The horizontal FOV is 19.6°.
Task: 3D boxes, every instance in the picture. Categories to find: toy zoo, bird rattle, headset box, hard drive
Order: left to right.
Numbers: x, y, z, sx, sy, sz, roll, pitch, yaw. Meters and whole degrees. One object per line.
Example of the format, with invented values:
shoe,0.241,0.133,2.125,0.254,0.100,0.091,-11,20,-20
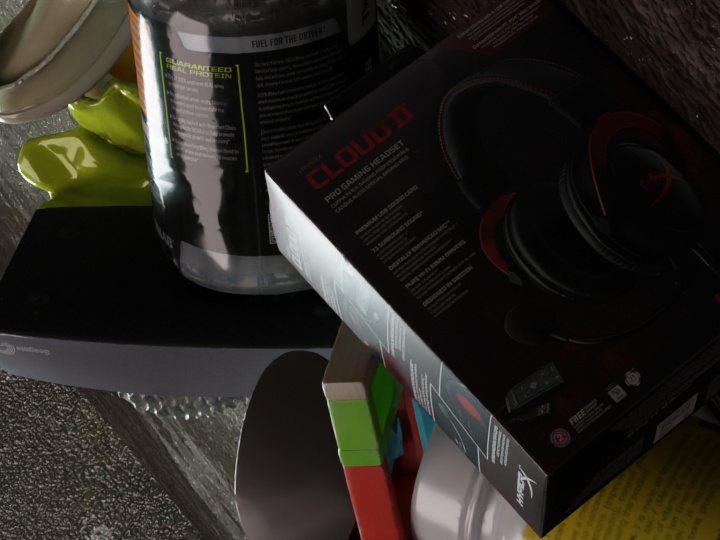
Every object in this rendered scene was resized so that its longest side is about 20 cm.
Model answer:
bird rattle,-0.106,-0.099,1.213,0.163,0.199,0.113,54,132,27
hard drive,-0.087,0.015,1.090,0.135,0.199,0.042,-77,-13,-57
toy zoo,0.023,0.092,0.998,0.131,0.020,0.201,-71,-26,-53
headset box,0.066,-0.015,0.876,0.200,0.148,0.075,48,164,22

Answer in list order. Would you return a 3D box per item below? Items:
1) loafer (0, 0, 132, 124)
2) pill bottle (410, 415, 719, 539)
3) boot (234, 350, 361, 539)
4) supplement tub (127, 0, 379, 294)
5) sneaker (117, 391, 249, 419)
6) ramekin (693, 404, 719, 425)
loafer,-0.139,-0.161,1.099,0.068,0.200,0.076,36,-163,-34
pill bottle,0.130,0.118,0.932,0.199,0.115,0.114,21,153,23
boot,0.006,0.113,1.070,0.200,0.064,0.187,-28,-63,-67
supplement tub,-0.051,-0.099,1.039,0.122,0.122,0.201,38,141,46
sneaker,-0.087,0.033,1.411,0.100,0.199,0.070,46,144,46
ramekin,0.121,0.115,1.118,0.201,0.098,0.201,49,165,18
